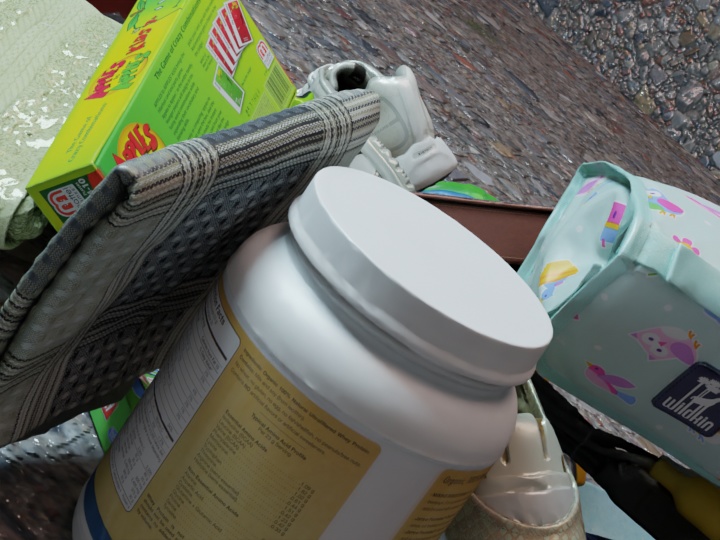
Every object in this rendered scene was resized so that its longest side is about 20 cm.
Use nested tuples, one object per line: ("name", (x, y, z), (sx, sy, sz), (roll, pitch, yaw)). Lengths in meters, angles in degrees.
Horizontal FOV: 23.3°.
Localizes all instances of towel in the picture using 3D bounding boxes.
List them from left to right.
("towel", (-0.204, -0.100, 0.970), (0.147, 0.037, 0.201), (25, 44, 6))
("towel", (-0.091, 0.009, 0.760), (0.035, 0.200, 0.192), (48, 31, 10))

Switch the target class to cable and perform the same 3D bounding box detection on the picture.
("cable", (0.137, 0.091, 0.929), (0.200, 0.050, 0.097), (42, 0, 3))

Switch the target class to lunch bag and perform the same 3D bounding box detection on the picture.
("lunch bag", (0.168, 0.031, 0.859), (0.169, 0.123, 0.200), (32, -1, -6))

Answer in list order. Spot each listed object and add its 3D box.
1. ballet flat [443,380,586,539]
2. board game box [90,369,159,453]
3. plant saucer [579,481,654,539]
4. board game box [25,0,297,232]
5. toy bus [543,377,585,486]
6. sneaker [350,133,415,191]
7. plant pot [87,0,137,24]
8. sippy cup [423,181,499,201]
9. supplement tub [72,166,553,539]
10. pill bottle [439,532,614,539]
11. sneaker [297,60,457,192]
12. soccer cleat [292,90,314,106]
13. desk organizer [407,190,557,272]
("ballet flat", (0.059, 0.073, 0.817), (0.067, 0.063, 0.201), (-6, 47, -18))
("board game box", (-0.067, 0.079, 0.957), (0.199, 0.029, 0.135), (25, 20, -37))
("plant saucer", (0.179, 0.211, 1.095), (0.200, 0.039, 0.201), (33, 17, -12))
("board game box", (-0.103, -0.074, 0.960), (0.102, 0.047, 0.201), (56, 33, -29))
("toy bus", (0.050, 0.082, 0.967), (0.199, 0.065, 0.079), (15, 68, -51))
("sneaker", (0.000, 0.000, 1.043), (0.201, 0.087, 0.076), (60, -20, -8))
("plant pot", (-0.192, -0.215, 1.228), (0.199, 0.201, 0.178), (25, 29, -34))
("sippy cup", (0.045, 0.022, 1.168), (0.176, 0.141, 0.130), (16, 21, 9))
("supplement tub", (-0.021, 0.072, 0.764), (0.144, 0.201, 0.145), (31, 19, -12))
("pill bottle", (0.119, 0.192, 0.894), (0.199, 0.111, 0.111), (20, 23, -44))
("sneaker", (-0.016, -0.099, 1.143), (0.199, 0.075, 0.082), (9, -55, 52))
("soccer cleat", (-0.092, -0.090, 1.146), (0.067, 0.082, 0.199), (-17, 19, -42))
("desk organizer", (0.052, 0.004, 0.982), (0.198, 0.078, 0.072), (5, -12, -21))
